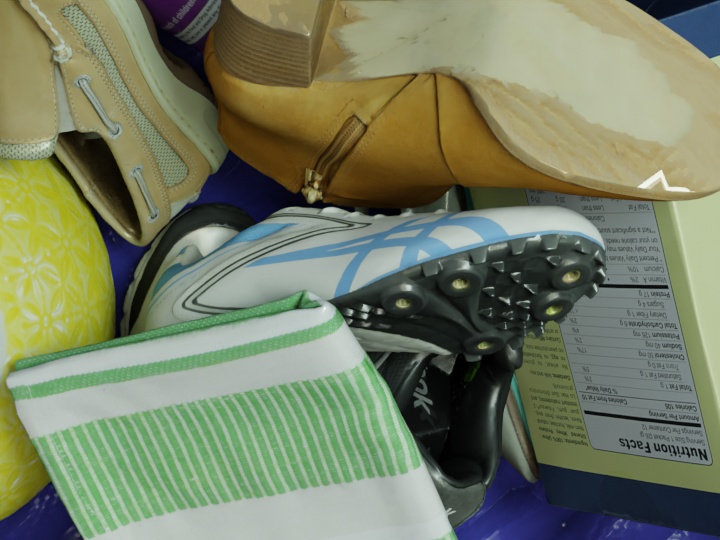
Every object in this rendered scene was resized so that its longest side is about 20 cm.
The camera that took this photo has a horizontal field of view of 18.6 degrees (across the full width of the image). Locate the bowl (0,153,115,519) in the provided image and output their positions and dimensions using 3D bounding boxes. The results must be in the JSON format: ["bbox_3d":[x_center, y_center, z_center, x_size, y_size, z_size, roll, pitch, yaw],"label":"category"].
[{"bbox_3d":[-0.188,0.025,0.870,0.199,0.108,0.201,-2,98,-13],"label":"bowl"}]

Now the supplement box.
[{"bbox_3d":[0.167,-0.022,0.903,0.199,0.134,0.201,-20,101,-29],"label":"supplement box"}]

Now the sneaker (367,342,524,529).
[{"bbox_3d":[0.005,0.087,0.871,0.066,0.090,0.201,26,94,-25],"label":"sneaker"}]

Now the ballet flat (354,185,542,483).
[{"bbox_3d":[0.035,-0.003,0.949,0.063,0.067,0.201,-11,100,17],"label":"ballet flat"}]

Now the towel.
[{"bbox_3d":[-0.035,0.109,0.838,0.152,0.023,0.201,-14,111,25],"label":"towel"}]

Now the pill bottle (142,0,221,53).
[{"bbox_3d":[-0.093,-0.169,0.862,0.199,0.112,0.113,30,90,-15],"label":"pill bottle"}]

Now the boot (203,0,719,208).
[{"bbox_3d":[0.039,-0.055,0.815,0.200,0.144,0.071,19,72,6],"label":"boot"}]

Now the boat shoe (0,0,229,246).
[{"bbox_3d":[-0.118,-0.076,0.845,0.200,0.071,0.076,47,67,-45],"label":"boat shoe"}]

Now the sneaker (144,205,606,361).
[{"bbox_3d":[0.000,0.000,0.831,0.072,0.199,0.073,38,49,-46],"label":"sneaker"}]

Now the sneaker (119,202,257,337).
[{"bbox_3d":[-0.069,0.072,0.919,0.073,0.080,0.201,9,93,-12],"label":"sneaker"}]
